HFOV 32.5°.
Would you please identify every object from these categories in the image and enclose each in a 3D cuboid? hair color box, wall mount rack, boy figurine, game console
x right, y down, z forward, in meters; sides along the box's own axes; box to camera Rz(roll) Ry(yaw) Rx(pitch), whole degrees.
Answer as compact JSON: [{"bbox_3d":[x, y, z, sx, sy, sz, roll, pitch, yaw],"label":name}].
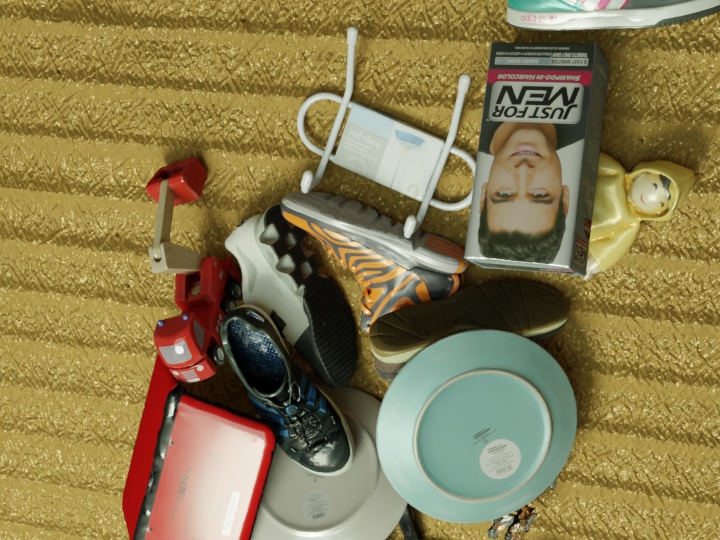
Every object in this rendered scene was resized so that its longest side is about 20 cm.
[{"bbox_3d":[0.160,-0.100,1.115,0.098,0.061,0.201,5,84,24],"label":"hair color box"},{"bbox_3d":[0.028,-0.134,1.187,0.199,0.075,0.175,24,113,9],"label":"wall mount rack"},{"bbox_3d":[0.214,-0.053,1.157,0.199,0.064,0.125,-10,97,24],"label":"boy figurine"},{"bbox_3d":[-0.173,0.209,1.293,0.171,0.119,0.201,18,106,8],"label":"game console"}]

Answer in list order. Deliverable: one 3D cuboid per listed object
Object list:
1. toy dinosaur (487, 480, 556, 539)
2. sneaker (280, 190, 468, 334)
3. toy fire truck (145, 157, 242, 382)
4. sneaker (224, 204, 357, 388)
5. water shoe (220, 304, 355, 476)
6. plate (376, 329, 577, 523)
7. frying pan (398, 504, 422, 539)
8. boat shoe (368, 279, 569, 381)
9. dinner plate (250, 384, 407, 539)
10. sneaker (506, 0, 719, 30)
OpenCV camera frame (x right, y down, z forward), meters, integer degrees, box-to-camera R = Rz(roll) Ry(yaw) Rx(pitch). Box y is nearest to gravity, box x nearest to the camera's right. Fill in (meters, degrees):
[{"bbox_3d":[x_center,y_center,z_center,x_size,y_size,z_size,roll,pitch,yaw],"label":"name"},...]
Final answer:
[{"bbox_3d":[0.133,0.170,1.254,0.135,0.102,0.201,1,73,3],"label":"toy dinosaur"},{"bbox_3d":[0.000,0.000,1.238,0.199,0.078,0.113,24,112,10],"label":"sneaker"},{"bbox_3d":[-0.178,-0.002,1.262,0.049,0.201,0.141,-14,130,23],"label":"toy fire truck"},{"bbox_3d":[-0.073,0.035,1.285,0.088,0.074,0.201,-21,97,37],"label":"sneaker"},{"bbox_3d":[-0.079,0.128,1.226,0.071,0.079,0.200,-36,95,6],"label":"water shoe"},{"bbox_3d":[0.114,0.154,1.180,0.199,0.026,0.201,-3,106,-9],"label":"plate"},{"bbox_3d":[0.052,0.322,1.348,0.115,0.031,0.191,-33,91,24],"label":"frying pan"},{"bbox_3d":[0.105,0.061,1.209,0.199,0.073,0.065,-9,138,-7],"label":"boat shoe"},{"bbox_3d":[-0.045,0.209,1.277,0.199,0.024,0.201,-5,64,11],"label":"dinner plate"},{"bbox_3d":[0.221,-0.278,1.076,0.199,0.084,0.121,1,117,20],"label":"sneaker"}]
